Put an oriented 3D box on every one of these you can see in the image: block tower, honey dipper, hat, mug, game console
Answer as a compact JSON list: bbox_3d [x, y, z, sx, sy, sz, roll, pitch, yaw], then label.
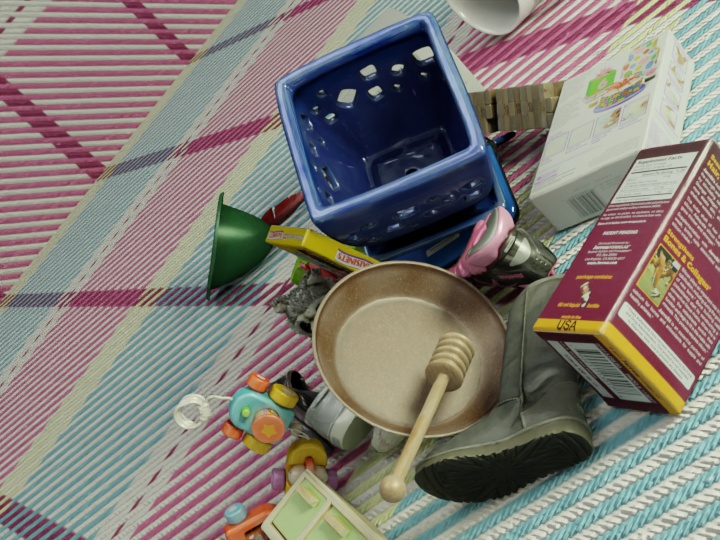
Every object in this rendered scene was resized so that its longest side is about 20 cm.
[{"bbox_3d":[0.179,-0.197,1.367,0.058,0.054,0.200,-11,10,-38],"label":"block tower"},{"bbox_3d":[0.057,0.131,0.984,0.038,0.038,0.200,-27,22,38],"label":"honey dipper"},{"bbox_3d":[-0.146,-0.037,1.759,0.166,0.175,0.201,-94,14,-56],"label":"hat"},{"bbox_3d":[0.241,-0.449,1.619,0.199,0.148,0.175,25,63,34],"label":"mug"},{"bbox_3d":[0.115,-0.071,1.373,0.200,0.118,0.171,-34,58,28],"label":"game console"}]

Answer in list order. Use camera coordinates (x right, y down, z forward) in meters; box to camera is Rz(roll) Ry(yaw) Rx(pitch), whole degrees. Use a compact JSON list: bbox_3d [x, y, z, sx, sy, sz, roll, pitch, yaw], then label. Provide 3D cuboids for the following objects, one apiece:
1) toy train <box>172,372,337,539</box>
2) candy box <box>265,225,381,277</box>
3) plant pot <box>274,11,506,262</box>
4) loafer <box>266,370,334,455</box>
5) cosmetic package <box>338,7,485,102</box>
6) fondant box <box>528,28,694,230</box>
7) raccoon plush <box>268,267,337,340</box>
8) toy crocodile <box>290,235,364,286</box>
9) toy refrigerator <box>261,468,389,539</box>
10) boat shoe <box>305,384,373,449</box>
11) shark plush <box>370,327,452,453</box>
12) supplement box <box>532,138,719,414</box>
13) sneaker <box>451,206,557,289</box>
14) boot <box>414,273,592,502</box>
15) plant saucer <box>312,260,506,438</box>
[{"bbox_3d":[-0.104,0.207,1.130,0.150,0.201,0.056,-23,18,-5],"label":"toy train"},{"bbox_3d":[0.000,0.000,1.235,0.102,0.199,0.027,14,79,63],"label":"candy box"},{"bbox_3d":[0.044,-0.131,1.233,0.199,0.180,0.201,-23,61,13],"label":"plant pot"},{"bbox_3d":[-0.066,0.153,1.271,0.063,0.072,0.200,-47,20,-11],"label":"loafer"},{"bbox_3d":[0.060,-0.237,1.536,0.165,0.165,0.200,-44,24,5],"label":"cosmetic package"},{"bbox_3d":[0.270,-0.150,1.188,0.144,0.058,0.201,-23,34,43],"label":"fondant box"},{"bbox_3d":[-0.055,0.041,1.337,0.097,0.134,0.200,-50,24,-4],"label":"raccoon plush"},{"bbox_3d":[-0.038,-0.014,1.482,0.200,0.067,0.062,-6,52,59],"label":"toy crocodile"},{"bbox_3d":[-0.020,0.259,1.027,0.076,0.070,0.200,-50,23,-7],"label":"toy refrigerator"},{"bbox_3d":[0.013,0.092,1.178,0.071,0.070,0.201,28,70,26],"label":"boat shoe"},{"bbox_3d":[0.062,0.093,1.157,0.083,0.090,0.201,113,176,-56],"label":"shark plush"},{"bbox_3d":[0.247,0.004,0.922,0.200,0.110,0.086,-56,25,-19],"label":"supplement box"},{"bbox_3d":[0.151,-0.006,1.149,0.079,0.095,0.200,-64,1,-4],"label":"sneaker"},{"bbox_3d":[0.136,0.101,1.009,0.181,0.073,0.201,-20,39,24],"label":"boot"},{"bbox_3d":[0.049,0.081,1.088,0.037,0.199,0.201,105,-172,-54],"label":"plant saucer"}]
